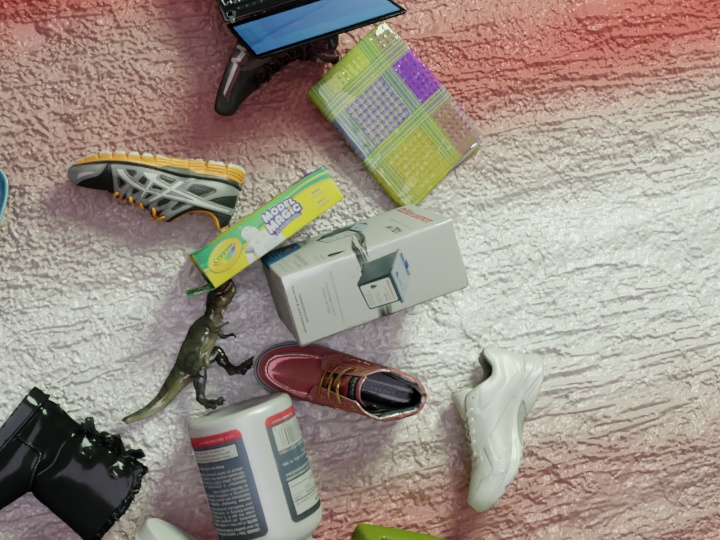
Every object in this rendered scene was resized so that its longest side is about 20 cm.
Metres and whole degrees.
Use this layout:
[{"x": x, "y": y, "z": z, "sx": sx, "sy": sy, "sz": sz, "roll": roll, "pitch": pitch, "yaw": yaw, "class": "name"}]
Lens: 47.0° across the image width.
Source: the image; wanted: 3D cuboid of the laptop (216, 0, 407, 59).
[{"x": -0.073, "y": -0.337, "z": 0.909, "sx": 0.176, "sy": 0.103, "sz": 0.201, "roll": -21, "pitch": 92, "yaw": -14, "class": "laptop"}]

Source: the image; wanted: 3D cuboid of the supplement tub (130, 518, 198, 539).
[{"x": -0.233, "y": 0.384, "z": 0.879, "sx": 0.132, "sy": 0.132, "sz": 0.201, "roll": 35, "pitch": 79, "yaw": -6, "class": "supplement tub"}]

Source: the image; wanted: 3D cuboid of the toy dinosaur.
[{"x": -0.181, "y": 0.110, "z": 0.953, "sx": 0.088, "sy": 0.047, "sz": 0.201, "roll": 31, "pitch": 81, "yaw": 8, "class": "toy dinosaur"}]

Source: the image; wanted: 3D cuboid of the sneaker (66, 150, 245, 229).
[{"x": -0.233, "y": -0.093, "z": 0.944, "sx": 0.198, "sy": 0.078, "sz": 0.078, "roll": 5, "pitch": 94, "yaw": -9, "class": "sneaker"}]

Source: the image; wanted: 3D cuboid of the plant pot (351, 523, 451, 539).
[{"x": 0.081, "y": 0.412, "z": 0.912, "sx": 0.198, "sy": 0.181, "sz": 0.201, "roll": 14, "pitch": 83, "yaw": -10, "class": "plant pot"}]

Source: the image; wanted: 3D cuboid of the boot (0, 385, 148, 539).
[{"x": -0.343, "y": 0.243, "z": 0.902, "sx": 0.162, "sy": 0.073, "sz": 0.199, "roll": 39, "pitch": 79, "yaw": -9, "class": "boot"}]

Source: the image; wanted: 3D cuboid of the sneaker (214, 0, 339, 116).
[{"x": -0.087, "y": -0.255, "z": 0.984, "sx": 0.115, "sy": 0.076, "sz": 0.201, "roll": 27, "pitch": 81, "yaw": -11, "class": "sneaker"}]

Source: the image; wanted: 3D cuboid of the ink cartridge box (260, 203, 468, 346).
[{"x": 0.000, "y": 0.000, "z": 0.937, "sx": 0.199, "sy": 0.146, "sz": 0.087, "roll": -21, "pitch": 105, "yaw": -11, "class": "ink cartridge box"}]

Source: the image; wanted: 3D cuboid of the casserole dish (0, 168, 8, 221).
[{"x": -0.463, "y": -0.043, "z": 0.914, "sx": 0.120, "sy": 0.039, "sz": 0.202, "roll": 18, "pitch": 82, "yaw": -9, "class": "casserole dish"}]

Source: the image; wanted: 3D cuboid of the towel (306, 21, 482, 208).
[{"x": 0.045, "y": -0.185, "z": 1.016, "sx": 0.144, "sy": 0.023, "sz": 0.200, "roll": -44, "pitch": 102, "yaw": -10, "class": "towel"}]

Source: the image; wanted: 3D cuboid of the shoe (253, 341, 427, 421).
[{"x": -0.023, "y": 0.127, "z": 0.957, "sx": 0.198, "sy": 0.091, "sz": 0.072, "roll": 13, "pitch": 83, "yaw": -10, "class": "shoe"}]

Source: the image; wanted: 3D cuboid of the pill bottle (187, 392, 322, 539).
[{"x": -0.109, "y": 0.248, "z": 0.918, "sx": 0.119, "sy": 0.120, "sz": 0.202, "roll": -16, "pitch": 89, "yaw": -11, "class": "pill bottle"}]

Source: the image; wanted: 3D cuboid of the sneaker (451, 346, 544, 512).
[{"x": 0.150, "y": 0.186, "z": 1.002, "sx": 0.099, "sy": 0.078, "sz": 0.201, "roll": 19, "pitch": 74, "yaw": -2, "class": "sneaker"}]

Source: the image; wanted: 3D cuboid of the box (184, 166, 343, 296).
[{"x": -0.121, "y": -0.040, "z": 0.938, "sx": 0.200, "sy": 0.117, "sz": 0.049, "roll": -38, "pitch": 100, "yaw": -11, "class": "box"}]
